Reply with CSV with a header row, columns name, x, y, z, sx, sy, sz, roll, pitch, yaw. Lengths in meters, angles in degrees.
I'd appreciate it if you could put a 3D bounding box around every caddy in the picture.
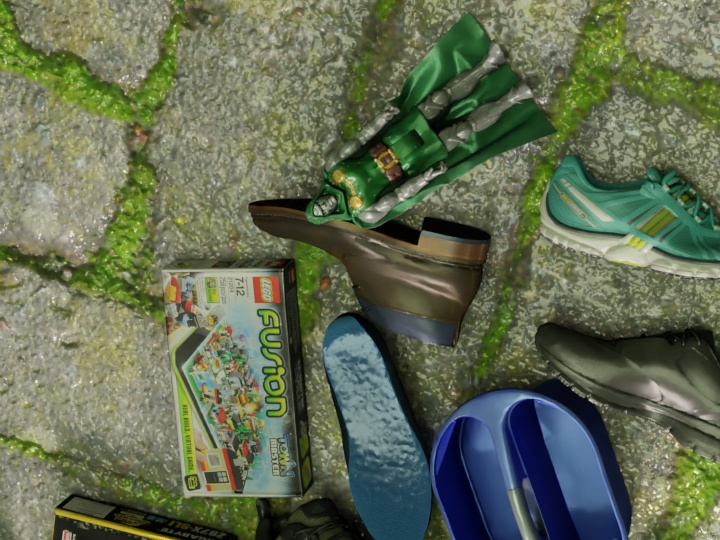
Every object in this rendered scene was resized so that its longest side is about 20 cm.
name,x,y,z,sx,sy,sz,roll,pitch,yaw
caddy,0.139,0.184,1.651,0.141,0.105,0.201,-17,99,18

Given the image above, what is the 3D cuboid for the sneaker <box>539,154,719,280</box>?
name,x,y,z,sx,sy,sz,roll,pitch,yaw
sneaker,0.237,-0.038,1.586,0.199,0.077,0.080,14,99,12

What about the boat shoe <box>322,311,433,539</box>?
name,x,y,z,sx,sy,sz,roll,pitch,yaw
boat shoe,0.023,0.127,1.692,0.084,0.069,0.201,-7,103,8

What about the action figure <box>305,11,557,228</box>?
name,x,y,z,sx,sy,sz,roll,pitch,yaw
action figure,0.040,-0.098,1.603,0.200,0.055,0.118,-37,81,1

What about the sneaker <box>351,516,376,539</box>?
name,x,y,z,sx,sy,sz,roll,pitch,yaw
sneaker,0.062,0.285,1.729,0.200,0.072,0.072,50,140,11

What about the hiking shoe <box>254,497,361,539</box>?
name,x,y,z,sx,sy,sz,roll,pitch,yaw
hiking shoe,-0.028,0.243,1.697,0.199,0.076,0.101,3,102,46

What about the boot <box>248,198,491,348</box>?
name,x,y,z,sx,sy,sz,roll,pitch,yaw
boot,0.000,0.000,1.659,0.199,0.075,0.097,11,104,10

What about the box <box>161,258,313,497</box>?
name,x,y,z,sx,sy,sz,roll,pitch,yaw
box,-0.103,0.091,1.731,0.110,0.035,0.201,-1,104,15

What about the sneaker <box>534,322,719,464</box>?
name,x,y,z,sx,sy,sz,roll,pitch,yaw
sneaker,0.235,0.079,1.625,0.199,0.076,0.091,24,100,1

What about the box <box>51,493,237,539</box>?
name,x,y,z,sx,sy,sz,roll,pitch,yaw
box,-0.200,0.312,1.809,0.159,0.049,0.201,12,107,10
